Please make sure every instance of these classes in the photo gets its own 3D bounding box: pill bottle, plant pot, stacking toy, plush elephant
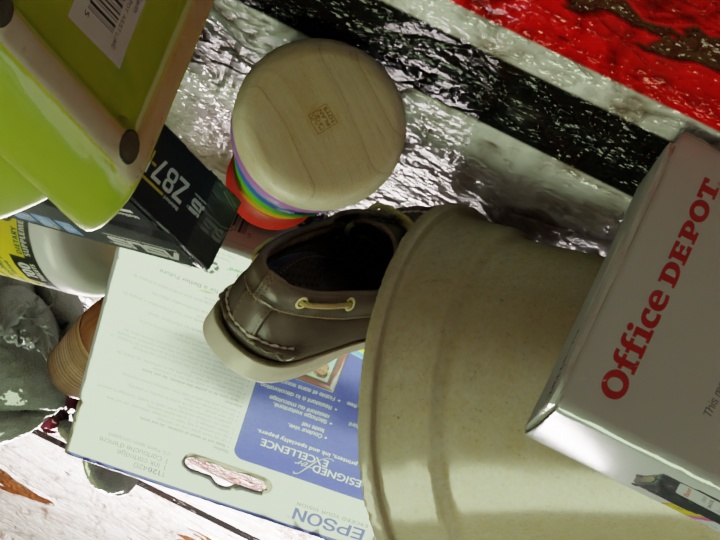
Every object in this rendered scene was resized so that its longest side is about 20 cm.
[{"bbox_3d":[-0.218,-0.055,1.482,0.200,0.112,0.112,13,159,37],"label":"pill bottle"},{"bbox_3d":[0.123,0.071,1.266,0.183,0.201,0.200,5,156,25],"label":"plant pot"},{"bbox_3d":[-0.173,-0.134,1.050,0.181,0.200,0.199,7,156,29],"label":"plant pot"},{"bbox_3d":[-0.036,-0.061,1.276,0.085,0.085,0.200,28,169,-7],"label":"stacking toy"},{"bbox_3d":[-0.215,0.075,1.779,0.155,0.165,0.200,32,163,-23],"label":"plush elephant"}]

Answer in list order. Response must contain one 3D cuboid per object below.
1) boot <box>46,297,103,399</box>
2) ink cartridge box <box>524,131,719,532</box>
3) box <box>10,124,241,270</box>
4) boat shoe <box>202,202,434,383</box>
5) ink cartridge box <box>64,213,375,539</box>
[{"bbox_3d":[-0.096,0.042,1.669,0.200,0.074,0.155,0,153,-43],"label":"boot"},{"bbox_3d":[0.197,0.049,1.125,0.200,0.146,0.083,27,166,-1],"label":"ink cartridge box"},{"bbox_3d":[-0.182,-0.074,1.268,0.200,0.049,0.161,15,163,32],"label":"box"},{"bbox_3d":[0.000,0.000,1.280,0.072,0.200,0.060,46,127,19],"label":"boat shoe"},{"bbox_3d":[-0.058,0.057,1.422,0.198,0.047,0.200,19,133,-1],"label":"ink cartridge box"}]
